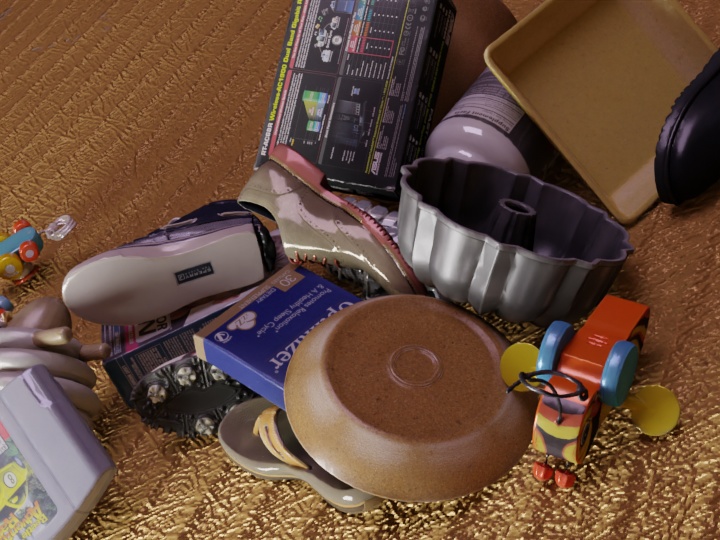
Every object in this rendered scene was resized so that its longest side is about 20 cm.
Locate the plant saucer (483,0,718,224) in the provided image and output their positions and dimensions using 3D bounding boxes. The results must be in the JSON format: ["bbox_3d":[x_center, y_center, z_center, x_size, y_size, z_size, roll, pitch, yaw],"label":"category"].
[{"bbox_3d":[0.232,-0.166,1.269,0.199,0.201,0.048,-39,-2,-22],"label":"plant saucer"}]

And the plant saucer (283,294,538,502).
[{"bbox_3d":[0.040,0.083,1.060,0.197,0.036,0.202,2,46,-2],"label":"plant saucer"}]

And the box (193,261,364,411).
[{"bbox_3d":[-0.024,0.071,1.125,0.199,0.033,0.121,29,50,31],"label":"box"}]

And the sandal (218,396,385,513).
[{"bbox_3d":[-0.045,0.134,1.116,0.080,0.054,0.199,-43,35,-24],"label":"sandal"}]

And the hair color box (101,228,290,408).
[{"bbox_3d":[-0.147,0.043,1.324,0.198,0.061,0.100,-25,31,2],"label":"hair color box"}]

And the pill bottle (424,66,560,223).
[{"bbox_3d":[0.128,-0.118,1.308,0.110,0.111,0.200,4,43,41],"label":"pill bottle"}]

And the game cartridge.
[{"bbox_3d":[-0.307,0.191,1.160,0.200,0.133,0.041,-40,-13,1],"label":"game cartridge"}]

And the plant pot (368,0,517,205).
[{"bbox_3d":[0.047,-0.175,1.415,0.185,0.186,0.202,4,60,40],"label":"plant pot"}]

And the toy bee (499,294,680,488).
[{"bbox_3d":[0.149,0.093,1.002,0.198,0.110,0.130,-11,29,-40],"label":"toy bee"}]

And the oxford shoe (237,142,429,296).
[{"bbox_3d":[-0.024,-0.023,1.196,0.075,0.071,0.200,-45,63,-7],"label":"oxford shoe"}]

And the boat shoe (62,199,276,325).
[{"bbox_3d":[-0.178,-0.010,1.297,0.197,0.076,0.093,-11,26,-4],"label":"boat shoe"}]

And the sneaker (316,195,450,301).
[{"bbox_3d":[0.000,0.000,1.250,0.198,0.075,0.116,7,48,28],"label":"sneaker"}]

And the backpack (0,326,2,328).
[{"bbox_3d":[-0.420,0.125,1.349,0.201,0.153,0.163,-56,31,-7],"label":"backpack"}]

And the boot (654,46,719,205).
[{"bbox_3d":[0.361,-0.128,1.181,0.167,0.077,0.201,14,56,41],"label":"boot"}]

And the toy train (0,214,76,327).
[{"bbox_3d":[-0.393,0.024,1.549,0.149,0.056,0.201,1,43,36],"label":"toy train"}]

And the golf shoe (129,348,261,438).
[{"bbox_3d":[-0.106,0.085,1.229,0.198,0.078,0.088,-18,23,-4],"label":"golf shoe"}]

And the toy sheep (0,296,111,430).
[{"bbox_3d":[-0.296,0.121,1.253,0.136,0.138,0.202,-6,66,30],"label":"toy sheep"}]

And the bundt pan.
[{"bbox_3d":[0.117,-0.019,1.136,0.199,0.077,0.202,15,23,-6],"label":"bundt pan"}]

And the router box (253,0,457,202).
[{"bbox_3d":[-0.004,-0.172,1.316,0.148,0.062,0.203,11,84,22],"label":"router box"}]
